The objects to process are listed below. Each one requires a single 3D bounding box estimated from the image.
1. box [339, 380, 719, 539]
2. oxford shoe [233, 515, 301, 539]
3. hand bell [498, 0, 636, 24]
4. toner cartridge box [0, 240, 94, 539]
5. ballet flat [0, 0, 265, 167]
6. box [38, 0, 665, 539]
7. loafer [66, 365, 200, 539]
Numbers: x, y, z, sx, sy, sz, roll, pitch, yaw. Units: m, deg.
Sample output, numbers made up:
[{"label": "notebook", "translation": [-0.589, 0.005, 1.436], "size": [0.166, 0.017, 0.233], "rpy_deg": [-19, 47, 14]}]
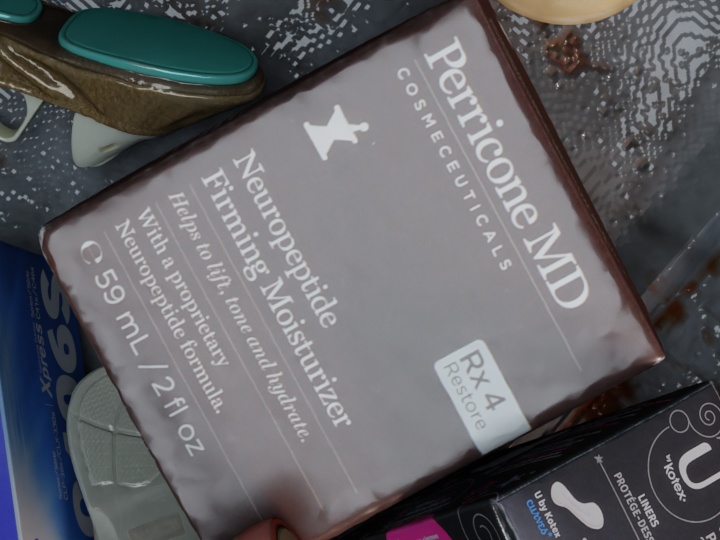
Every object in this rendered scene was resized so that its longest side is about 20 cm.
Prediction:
[{"label": "box", "translation": [0.083, 0.140, 0.855], "size": [0.114, 0.200, 0.133], "rpy_deg": [-25, 87, -26]}, {"label": "oxford shoe", "translation": [-0.032, 0.170, 0.834], "size": [0.074, 0.071, 0.201], "rpy_deg": [-22, 134, 4]}, {"label": "hand bell", "translation": [0.086, -0.150, 0.836], "size": [0.103, 0.200, 0.105], "rpy_deg": [1, 97, 4]}, {"label": "toner cartridge box", "translation": [-0.150, 0.091, 0.911], "size": [0.043, 0.095, 0.202], "rpy_deg": [-13, 79, 15]}, {"label": "ballet flat", "translation": [-0.142, -0.088, 0.937], "size": [0.198, 0.068, 0.073], "rpy_deg": [15, 118, 3]}, {"label": "box", "translation": [0.000, 0.000, 0.879], "size": [0.199, 0.164, 0.167], "rpy_deg": [-28, 94, 8]}, {"label": "loafer", "translation": [-0.083, 0.140, 0.906], "size": [0.071, 0.063, 0.201], "rpy_deg": [-12, 68, 0]}]
